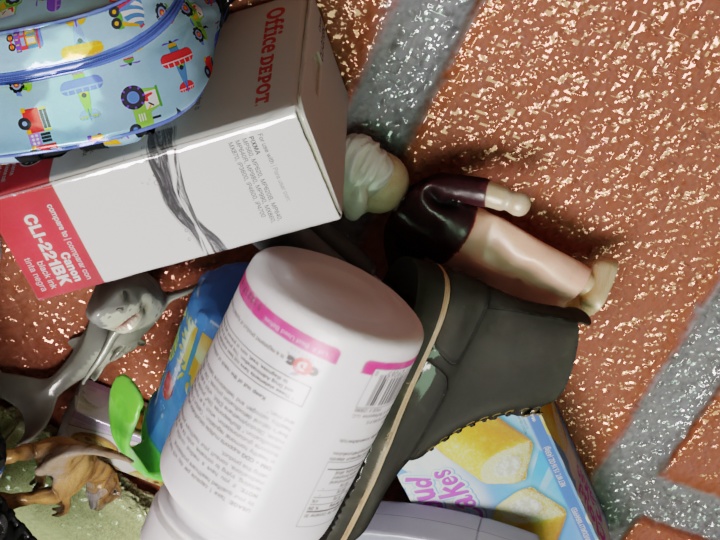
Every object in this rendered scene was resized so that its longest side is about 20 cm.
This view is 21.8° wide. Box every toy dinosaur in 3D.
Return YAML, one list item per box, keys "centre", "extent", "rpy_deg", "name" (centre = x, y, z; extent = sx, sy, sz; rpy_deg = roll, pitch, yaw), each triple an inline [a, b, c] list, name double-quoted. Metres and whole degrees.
- centre: [-0.203, 0.129, 1.256]
  extent: [0.106, 0.060, 0.200]
  rpy_deg: [-16, 169, -6]
  name: "toy dinosaur"

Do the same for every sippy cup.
- centre: [-0.072, 0.070, 1.241]
  extent: [0.140, 0.178, 0.130]
  rpy_deg: [20, 126, 12]
  name: "sippy cup"

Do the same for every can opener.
- centre: [0.000, 0.000, 1.208]
  extent: [0.066, 0.053, 0.200]
  rpy_deg: [-40, 123, 22]
  name: "can opener"

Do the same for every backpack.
- centre: [-0.169, -0.151, 1.053]
  extent: [0.182, 0.200, 0.135]
  rpy_deg: [-7, 125, 8]
  name: "backpack"

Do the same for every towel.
- centre: [-0.227, 0.190, 1.394]
  extent: [0.200, 0.036, 0.148]
  rpy_deg: [37, 118, -19]
  name: "towel"

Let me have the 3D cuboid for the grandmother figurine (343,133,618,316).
- centre: [0.063, -0.024, 1.224]
  extent: [0.200, 0.061, 0.121]
  rpy_deg: [31, 123, -15]
  name: "grandmother figurine"

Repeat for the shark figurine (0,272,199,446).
- centre: [-0.185, 0.027, 1.270]
  extent: [0.090, 0.128, 0.214]
  rpy_deg: [52, 140, 3]
  name: "shark figurine"

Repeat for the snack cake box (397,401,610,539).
- centre: [0.095, 0.146, 1.333]
  extent: [0.115, 0.067, 0.200]
  rpy_deg: [-19, 122, 13]
  name: "snack cake box"

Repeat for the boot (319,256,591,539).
- centre: [0.058, 0.099, 1.201]
  extent: [0.138, 0.077, 0.200]
  rpy_deg: [13, 113, -25]
  name: "boot"

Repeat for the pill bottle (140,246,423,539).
- centre: [-0.052, 0.096, 1.128]
  extent: [0.113, 0.113, 0.200]
  rpy_deg: [22, 109, -13]
  name: "pill bottle"

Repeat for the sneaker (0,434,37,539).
- centre: [-0.241, 0.163, 1.202]
  extent: [0.200, 0.073, 0.112]
  rpy_deg: [40, 127, -17]
  name: "sneaker"

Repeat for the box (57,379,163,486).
- centre: [-0.119, 0.137, 1.351]
  extent: [0.200, 0.039, 0.041]
  rpy_deg: [24, 125, -14]
  name: "box"

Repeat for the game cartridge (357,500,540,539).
- centre: [0.031, 0.222, 1.337]
  extent: [0.200, 0.042, 0.133]
  rpy_deg: [3, 135, 16]
  name: "game cartridge"

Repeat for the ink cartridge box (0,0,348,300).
- centre: [-0.112, -0.077, 1.136]
  extent: [0.200, 0.144, 0.084]
  rpy_deg: [-15, 125, 13]
  name: "ink cartridge box"
